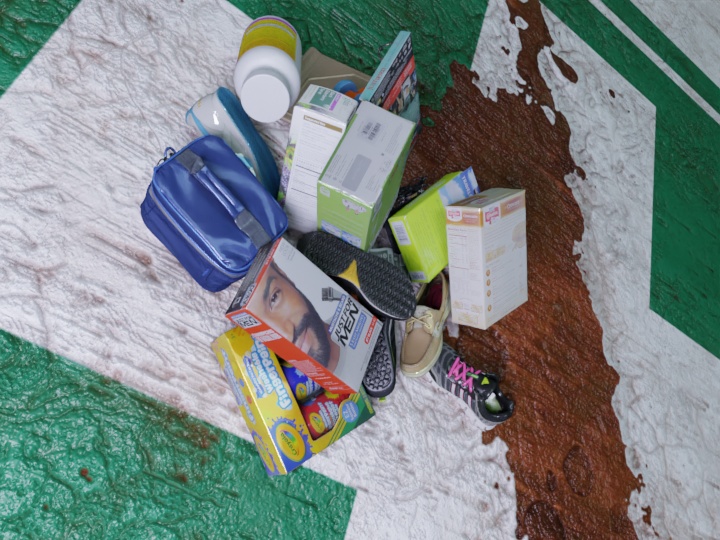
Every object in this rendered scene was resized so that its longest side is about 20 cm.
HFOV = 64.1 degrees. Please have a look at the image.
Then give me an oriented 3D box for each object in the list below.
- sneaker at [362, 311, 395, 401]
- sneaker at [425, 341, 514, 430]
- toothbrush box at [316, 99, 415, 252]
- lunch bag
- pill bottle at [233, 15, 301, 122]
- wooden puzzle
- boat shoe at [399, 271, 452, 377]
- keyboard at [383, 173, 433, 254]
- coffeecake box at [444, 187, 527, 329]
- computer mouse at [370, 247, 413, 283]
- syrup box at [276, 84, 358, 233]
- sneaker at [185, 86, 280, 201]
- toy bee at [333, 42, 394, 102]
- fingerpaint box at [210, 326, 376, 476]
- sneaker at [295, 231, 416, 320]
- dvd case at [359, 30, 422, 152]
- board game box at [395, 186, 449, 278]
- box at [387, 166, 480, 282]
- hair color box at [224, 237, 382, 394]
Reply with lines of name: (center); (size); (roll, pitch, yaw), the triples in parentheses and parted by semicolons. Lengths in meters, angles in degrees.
sneaker: (0.020, 0.102, 0.906); (0.070, 0.083, 0.205); (-2, 78, 7)
sneaker: (0.186, 0.188, 0.974); (0.200, 0.087, 0.074); (47, 55, -8)
toothbrush box: (0.003, -0.116, 0.834); (0.085, 0.201, 0.148); (24, 68, 7)
lunch bag: (-0.206, -0.087, 0.803); (0.200, 0.132, 0.136); (48, 55, -9)
pill bottle: (-0.144, -0.314, 0.903); (0.103, 0.105, 0.202); (23, 36, -23)
wooden puzzle: (-0.042, -0.294, 1.020); (0.197, 0.037, 0.187); (28, 58, 2)
boat shoe: (0.105, 0.083, 0.962); (0.067, 0.072, 0.202); (63, 36, -37)
keyboard: (0.104, -0.114, 1.021); (0.198, 0.039, 0.106); (-32, 112, -37)
coffeecake box: (0.220, -0.026, 0.990); (0.152, 0.072, 0.205); (-22, 113, -43)
computer mouse: (0.000, 0.000, 0.956); (0.196, 0.044, 0.112); (5, 72, -28)
syrup box: (-0.069, -0.160, 0.859); (0.080, 0.203, 0.079); (18, 40, 1)
sneaker: (-0.188, -0.172, 0.884); (0.203, 0.079, 0.077); (62, 21, -21)
toy bee: (0.006, -0.255, 0.937); (0.109, 0.197, 0.133); (56, 11, -55)
fingerpaint box: (-0.093, 0.155, 0.819); (0.165, 0.073, 0.203); (-22, 84, -36)
sneaker: (-0.010, 0.015, 0.850); (0.197, 0.090, 0.071); (29, 67, -7)
dvd case: (0.053, -0.242, 0.902); (0.022, 0.201, 0.148); (18, 65, 22)
board game box: (0.162, -0.064, 1.079); (0.196, 0.046, 0.155); (7, 69, -30)
box: (0.142, -0.083, 0.995); (0.199, 0.047, 0.124); (-38, 113, -35)
hair color box: (-0.068, 0.065, 0.764); (0.199, 0.063, 0.112); (40, 56, -26)
